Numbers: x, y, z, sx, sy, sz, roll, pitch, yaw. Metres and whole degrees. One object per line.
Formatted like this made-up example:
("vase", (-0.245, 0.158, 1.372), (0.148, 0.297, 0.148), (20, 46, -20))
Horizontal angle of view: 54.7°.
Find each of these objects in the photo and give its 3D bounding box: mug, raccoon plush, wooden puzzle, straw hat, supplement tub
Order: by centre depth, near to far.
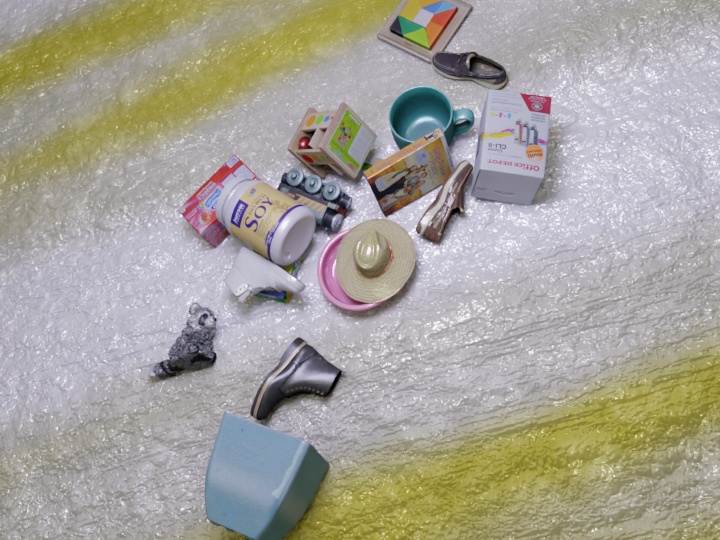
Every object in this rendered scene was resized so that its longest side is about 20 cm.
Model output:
("straw hat", (0.024, -0.037, 1.530), (0.198, 0.085, 0.204), (-5, 70, 12))
("supplement tub", (-0.218, -0.117, 1.590), (0.199, 0.146, 0.146), (31, 80, 21))
("raccoon plush", (-0.419, 0.159, 1.623), (0.197, 0.097, 0.136), (-16, 60, 8))
("mug", (0.161, -0.333, 1.643), (0.184, 0.115, 0.153), (32, 80, 21))
("wooden puzzle", (0.164, -0.649, 1.799), (0.184, 0.037, 0.201), (32, 80, 22))

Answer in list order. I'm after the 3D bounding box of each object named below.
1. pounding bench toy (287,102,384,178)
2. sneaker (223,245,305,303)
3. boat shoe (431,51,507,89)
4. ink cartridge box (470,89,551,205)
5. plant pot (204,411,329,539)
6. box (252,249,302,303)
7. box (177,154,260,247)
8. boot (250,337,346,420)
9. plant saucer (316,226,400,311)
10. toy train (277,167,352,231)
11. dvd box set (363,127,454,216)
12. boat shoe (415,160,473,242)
("pounding bench toy", (-0.051, -0.287, 1.681), (0.155, 0.199, 0.125), (8, 66, 49))
("sneaker", (-0.223, 0.036, 1.584), (0.198, 0.074, 0.117), (26, 82, 29))
("boat shoe", (0.267, -0.506, 1.705), (0.198, 0.065, 0.074), (19, 73, 16))
("ink cartridge box", (0.334, -0.271, 1.551), (0.143, 0.145, 0.203), (8, 73, 4))
("plant pot", (-0.202, 0.431, 1.397), (0.194, 0.196, 0.202), (15, 67, 18))
("box", (-0.199, -0.032, 1.659), (0.116, 0.048, 0.203), (10, 72, 17))
("box", (-0.335, -0.169, 1.714), (0.200, 0.096, 0.100), (-46, 66, -5))
("boot", (-0.137, 0.265, 1.524), (0.137, 0.078, 0.201), (30, 81, 17))
("plant saucer", (0.000, 0.000, 1.596), (0.197, 0.051, 0.204), (-4, 70, 12))
("toy train", (-0.117, -0.168, 1.673), (0.198, 0.085, 0.115), (23, 87, 21))
("dvd box set", (0.117, -0.222, 1.596), (0.198, 0.147, 0.030), (-29, 53, 1))
("boat shoe", (0.210, -0.153, 1.596), (0.074, 0.075, 0.204), (33, 89, 11))
